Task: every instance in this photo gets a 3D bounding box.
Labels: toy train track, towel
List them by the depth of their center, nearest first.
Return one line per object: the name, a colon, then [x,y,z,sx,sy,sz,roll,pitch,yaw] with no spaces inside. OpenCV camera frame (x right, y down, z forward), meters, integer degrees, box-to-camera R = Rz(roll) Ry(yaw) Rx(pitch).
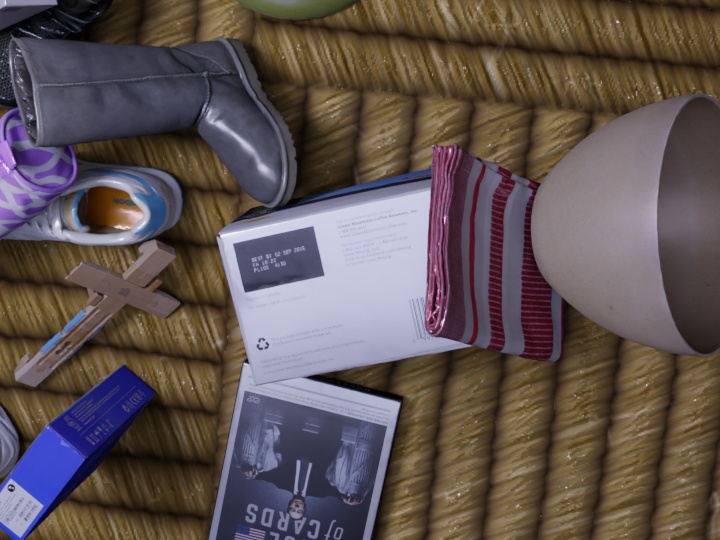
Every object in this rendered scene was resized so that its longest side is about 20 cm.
towel: [0.114,-0.008,1.062,0.023,0.199,0.146,-3,79,36]
toy train track: [-0.239,0.033,1.194,0.200,0.114,0.033,-40,49,22]

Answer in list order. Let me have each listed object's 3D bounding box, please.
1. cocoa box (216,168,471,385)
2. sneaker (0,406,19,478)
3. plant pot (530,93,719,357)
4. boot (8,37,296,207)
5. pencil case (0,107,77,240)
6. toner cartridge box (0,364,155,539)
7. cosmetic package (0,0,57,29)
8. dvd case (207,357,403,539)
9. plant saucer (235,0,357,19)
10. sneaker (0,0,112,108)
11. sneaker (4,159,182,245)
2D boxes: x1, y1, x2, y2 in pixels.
cocoa box: [0.000,0.000,1.119,0.197,0.131,0.135,-12,100,8]
sneaker: [-0.384,0.109,1.200,0.078,0.099,0.201,-35,94,11]
plant pot: [0.216,-0.034,1.075,0.133,0.199,0.203,-1,101,36]
boot: [-0.166,-0.119,1.074,0.183,0.198,0.073,60,135,27]
pencil case: [-0.324,-0.059,1.115,0.199,0.085,0.085,-32,78,30]
toner cartridge box: [-0.242,0.150,1.139,0.043,0.200,0.095,40,102,-1]
cosmetic package: [-0.314,-0.237,1.093,0.199,0.050,0.084,-3,97,51]
dvd case: [-0.054,0.193,1.214,0.148,0.025,0.203,13,100,5]
plant saucer: [-0.054,-0.308,1.107,0.197,0.031,0.203,0,107,-1]
sneaker: [-0.260,-0.216,1.121,0.076,0.114,0.200,40,104,-12]
sneaker: [-0.259,-0.060,1.165,0.197,0.081,0.078,-1,101,11]
